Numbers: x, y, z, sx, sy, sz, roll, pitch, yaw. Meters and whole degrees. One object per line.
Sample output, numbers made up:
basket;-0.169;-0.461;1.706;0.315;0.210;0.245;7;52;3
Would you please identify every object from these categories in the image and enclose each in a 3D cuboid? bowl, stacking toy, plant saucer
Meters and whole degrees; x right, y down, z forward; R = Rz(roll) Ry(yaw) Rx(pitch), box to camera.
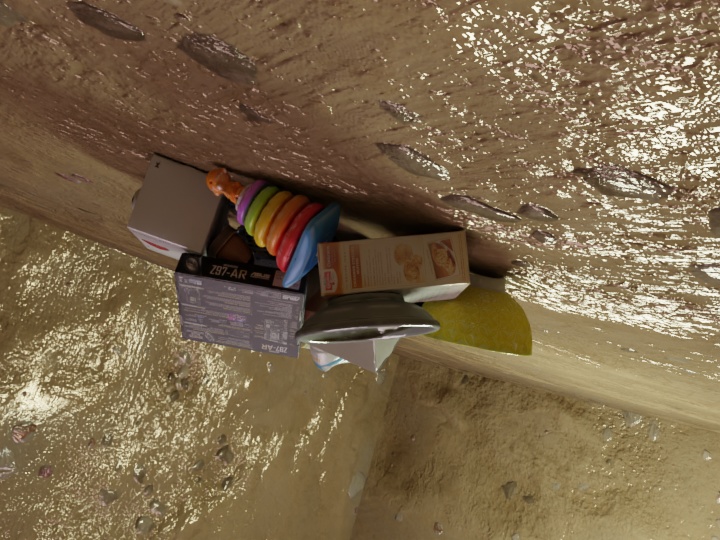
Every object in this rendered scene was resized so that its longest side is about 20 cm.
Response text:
bowl;0.188;0.064;0.999;0.195;0.110;0.200;11;179;0
stacking toy;-0.136;-0.082;0.870;0.198;0.117;0.110;32;-148;7
plant saucer;0.008;0.063;0.831;0.195;0.052;0.200;-5;169;-1

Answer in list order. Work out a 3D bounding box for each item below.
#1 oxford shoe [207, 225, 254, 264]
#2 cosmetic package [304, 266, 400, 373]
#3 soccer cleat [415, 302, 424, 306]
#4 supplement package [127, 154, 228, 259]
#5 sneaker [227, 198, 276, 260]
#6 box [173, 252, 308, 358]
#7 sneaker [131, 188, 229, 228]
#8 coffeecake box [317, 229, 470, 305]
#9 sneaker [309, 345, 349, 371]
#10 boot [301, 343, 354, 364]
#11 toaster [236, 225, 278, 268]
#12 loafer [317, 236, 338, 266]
oxford shoe;-0.210;-0.016;1.024;0.071;0.072;0.200;40;171;-5
cosmetic package;-0.035;0.076;1.036;0.196;0.104;0.089;18;134;24
soccer cleat;0.076;0.055;1.200;0.196;0.070;0.073;7;-161;29
supplement package;-0.290;-0.087;1.011;0.119;0.122;0.200;19;170;-8
sneaker;-0.154;-0.061;1.024;0.076;0.087;0.199;11;168;30
box;-0.185;0.059;0.968;0.195;0.044;0.162;9;136;-1
sneaker;-0.332;-0.107;1.156;0.080;0.077;0.198;-4;165;38
coffeecake box;0.044;0.004;0.871;0.195;0.075;0.154;-5;170;0
sneaker;-0.003;0.112;1.124;0.077;0.196;0.082;49;154;46
boot;-0.069;0.091;1.224;0.152;0.072;0.202;23;-149;-30
toaster;-0.180;-0.023;1.198;0.127;0.116;0.199;19;171;-23
loafer;-0.081;-0.030;1.029;0.071;0.064;0.200;-25;163;14
